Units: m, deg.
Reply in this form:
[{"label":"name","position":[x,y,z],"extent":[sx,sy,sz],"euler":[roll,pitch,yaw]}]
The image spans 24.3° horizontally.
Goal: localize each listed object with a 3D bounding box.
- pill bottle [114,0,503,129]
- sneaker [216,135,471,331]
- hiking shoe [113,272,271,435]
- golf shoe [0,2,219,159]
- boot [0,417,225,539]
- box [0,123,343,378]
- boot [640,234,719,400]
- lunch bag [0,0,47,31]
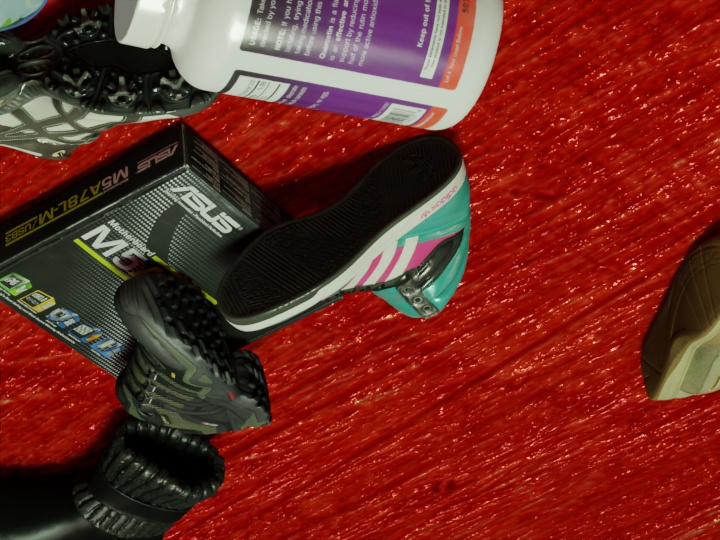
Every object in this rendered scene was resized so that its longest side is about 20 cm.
[{"label":"pill bottle","position":[-0.030,-0.147,0.925],"extent":[0.200,0.113,0.113],"euler":[9,139,-20]},{"label":"sneaker","position":[0.000,0.000,1.193],"extent":[0.200,0.084,0.121],"euler":[-33,140,-6]},{"label":"hiking shoe","position":[-0.141,0.075,1.224],"extent":[0.101,0.076,0.200],"euler":[-22,142,11]},{"label":"golf shoe","position":[-0.178,-0.114,1.052],"extent":[0.200,0.078,0.095],"euler":[3,156,11]},{"label":"boot","position":[-0.235,0.186,1.416],"extent":[0.211,0.080,0.158],"euler":[3,149,-30]},{"label":"box","position":[-0.145,-0.001,1.223],"extent":[0.193,0.048,0.200],"euler":[-24,140,22]},{"label":"boot","position":[0.325,0.041,1.333],"extent":[0.155,0.073,0.200],"euler":[2,143,-12]},{"label":"lunch bag","position":[-0.242,-0.189,0.851],"extent":[0.200,0.082,0.161],"euler":[-25,138,-46]}]
